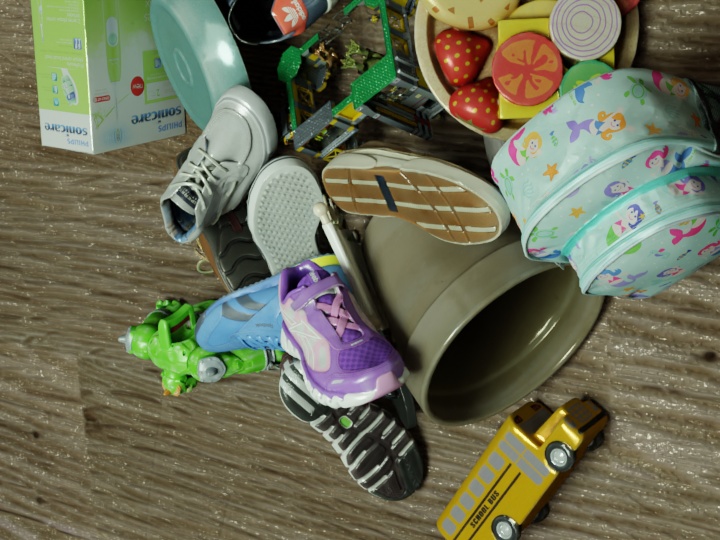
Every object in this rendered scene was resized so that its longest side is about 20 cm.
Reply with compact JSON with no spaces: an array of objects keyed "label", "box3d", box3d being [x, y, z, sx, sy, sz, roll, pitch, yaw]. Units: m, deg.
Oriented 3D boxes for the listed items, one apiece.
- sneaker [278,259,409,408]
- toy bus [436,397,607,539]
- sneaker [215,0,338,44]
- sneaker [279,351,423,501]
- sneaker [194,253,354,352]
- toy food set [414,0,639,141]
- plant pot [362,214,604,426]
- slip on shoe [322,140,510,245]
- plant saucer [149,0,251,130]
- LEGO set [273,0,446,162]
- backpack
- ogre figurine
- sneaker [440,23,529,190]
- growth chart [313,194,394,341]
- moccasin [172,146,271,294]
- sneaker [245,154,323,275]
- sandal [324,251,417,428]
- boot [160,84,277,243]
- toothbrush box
[{"label":"sneaker","box3d":[-0.025,0.048,1.076,0.200,0.080,0.089,-141,36,-60]},{"label":"toy bus","box3d":[0.156,0.199,1.201,0.078,0.065,0.201,42,125,21]},{"label":"sneaker","box3d":[-0.111,-0.260,1.218,0.199,0.085,0.075,7,136,54]},{"label":"sneaker","box3d":[-0.013,0.151,1.315,0.076,0.116,0.200,-41,110,1]},{"label":"sneaker","box3d":[-0.087,0.054,1.251,0.199,0.066,0.079,-24,63,26]},{"label":"toy food set","box3d":[0.143,-0.210,1.052,0.196,0.049,0.202,-2,93,8]},{"label":"plant pot","box3d":[0.092,0.012,1.129,0.174,0.199,0.201,50,128,33]},{"label":"slip on shoe","box3d":[0.054,-0.074,1.067,0.199,0.061,0.077,11,133,45]},{"label":"plant saucer","box3d":[-0.169,-0.214,1.269,0.200,0.036,0.201,52,158,31]},{"label":"LEGO set","box3d":[0.019,-0.178,1.185,0.200,0.115,0.155,-40,50,33]},{"label":"backpack","box3d":[0.209,-0.067,0.970,0.177,0.199,0.152,-38,55,37]},{"label":"ogre figurine","box3d":[-0.183,0.079,1.380,0.199,0.119,0.099,35,122,24]},{"label":"sneaker","box3d":[0.139,-0.161,1.112,0.088,0.075,0.201,-24,94,26]},{"label":"growth chart","box3d":[0.000,0.000,1.197,0.018,0.200,0.146,-25,82,5]},{"label":"moccasin","box3d":[-0.150,-0.037,1.351,0.202,0.073,0.078,56,159,12]},{"label":"sneaker","box3d":[-0.079,-0.057,1.247,0.201,0.078,0.080,88,165,-52]},{"label":"sandal","box3d":[0.000,0.077,1.275,0.201,0.045,0.075,62,165,11]},{"label":"boot","box3d":[-0.144,-0.094,1.218,0.073,0.096,0.200,37,150,6]},{"label":"toothbrush box","box3d":[-0.270,-0.239,1.334,0.085,0.145,0.202,12,110,32]}]
